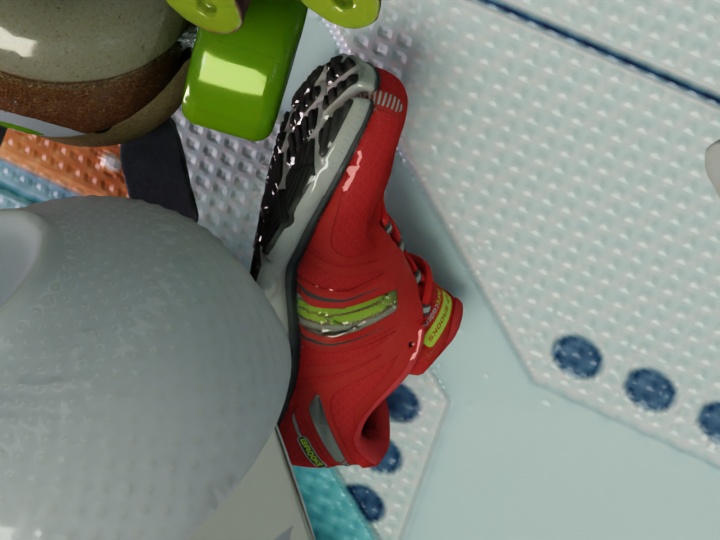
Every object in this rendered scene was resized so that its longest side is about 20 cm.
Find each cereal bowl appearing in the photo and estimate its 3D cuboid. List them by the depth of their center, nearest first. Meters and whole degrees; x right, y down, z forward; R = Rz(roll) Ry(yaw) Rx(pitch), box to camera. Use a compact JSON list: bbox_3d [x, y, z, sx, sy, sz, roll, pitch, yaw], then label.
[{"bbox_3d":[-0.129,0.038,0.832,0.199,0.200,0.083,-8,124,31],"label":"cereal bowl"}]

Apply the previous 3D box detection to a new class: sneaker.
[{"bbox_3d":[0.000,0.000,0.916,0.085,0.077,0.200,10,135,-4],"label":"sneaker"}]

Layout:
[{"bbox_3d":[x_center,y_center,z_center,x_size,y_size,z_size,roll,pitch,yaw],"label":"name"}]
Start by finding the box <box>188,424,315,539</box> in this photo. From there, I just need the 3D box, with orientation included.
[{"bbox_3d":[-0.116,0.073,0.945,0.200,0.095,0.078,22,137,47],"label":"box"}]

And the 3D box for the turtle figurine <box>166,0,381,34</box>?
[{"bbox_3d":[-0.009,-0.146,0.761,0.199,0.162,0.064,12,146,23],"label":"turtle figurine"}]

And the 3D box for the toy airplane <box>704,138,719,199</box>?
[{"bbox_3d":[0.201,-0.033,0.755,0.199,0.141,0.200,43,156,45],"label":"toy airplane"}]

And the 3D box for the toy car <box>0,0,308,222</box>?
[{"bbox_3d":[-0.105,-0.079,0.857,0.164,0.158,0.200,16,143,-1],"label":"toy car"}]
